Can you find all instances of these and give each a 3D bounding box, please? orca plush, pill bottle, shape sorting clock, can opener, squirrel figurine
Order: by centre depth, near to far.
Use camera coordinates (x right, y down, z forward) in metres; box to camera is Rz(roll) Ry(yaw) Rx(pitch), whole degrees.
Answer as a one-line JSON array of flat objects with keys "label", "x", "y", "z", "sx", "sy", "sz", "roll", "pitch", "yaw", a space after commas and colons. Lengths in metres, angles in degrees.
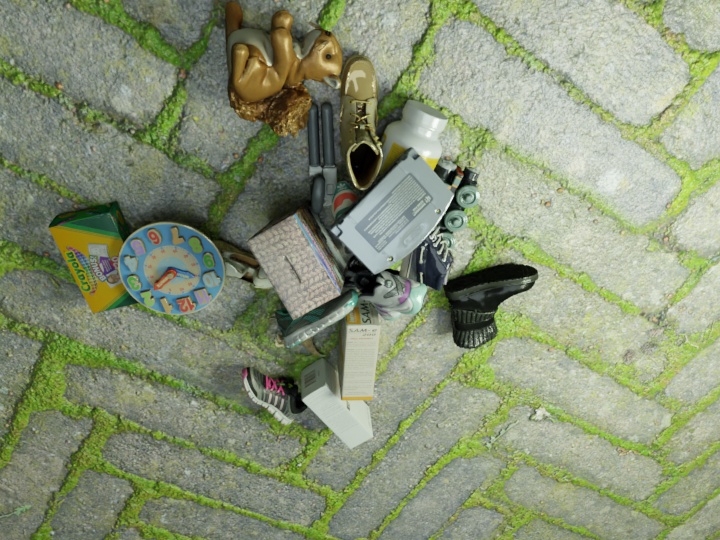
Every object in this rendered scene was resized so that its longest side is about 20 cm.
[{"label": "squirrel figurine", "x": -0.127, "y": -0.330, "z": 1.007, "sx": 0.186, "sy": 0.142, "sz": 0.201, "roll": -4, "pitch": 136, "yaw": -17}, {"label": "pill bottle", "x": 0.081, "y": -0.202, "z": 1.101, "sx": 0.111, "sy": 0.112, "sz": 0.201, "roll": 17, "pitch": 117, "yaw": -16}, {"label": "can opener", "x": -0.070, "y": -0.206, "z": 1.111, "sx": 0.052, "sy": 0.067, "sz": 0.201, "roll": -3, "pitch": 116, "yaw": -4}, {"label": "shape sorting clock", "x": -0.358, "y": 0.000, "z": 1.141, "sx": 0.199, "sy": 0.039, "sz": 0.201, "roll": -3, "pitch": 123, "yaw": -5}, {"label": "orca plush", "x": 0.000, "y": 0.000, "z": 1.233, "sx": 0.199, "sy": 0.105, "sz": 0.072, "roll": -11, "pitch": 84, "yaw": 22}]

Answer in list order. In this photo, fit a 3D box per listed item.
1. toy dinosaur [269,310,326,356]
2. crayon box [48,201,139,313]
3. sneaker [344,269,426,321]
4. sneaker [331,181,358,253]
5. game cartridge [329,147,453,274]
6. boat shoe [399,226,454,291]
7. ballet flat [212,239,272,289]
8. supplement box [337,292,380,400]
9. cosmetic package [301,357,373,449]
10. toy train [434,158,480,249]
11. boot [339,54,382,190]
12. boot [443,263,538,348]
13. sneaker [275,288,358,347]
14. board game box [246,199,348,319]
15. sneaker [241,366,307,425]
[{"label": "toy dinosaur", "x": -0.137, "y": 0.137, "z": 1.305, "sx": 0.101, "sy": 0.058, "sz": 0.201, "roll": -15, "pitch": 121, "yaw": 1}, {"label": "crayon box", "x": -0.497, "y": -0.023, "z": 1.164, "sx": 0.118, "sy": 0.058, "sz": 0.201, "roll": -13, "pitch": 121, "yaw": 0}, {"label": "sneaker", "x": 0.030, "y": 0.035, "z": 1.149, "sx": 0.139, "sy": 0.200, "sz": 0.078, "roll": 23, "pitch": 72, "yaw": -12}, {"label": "sneaker", "x": -0.015, "y": -0.102, "z": 1.152, "sx": 0.070, "sy": 0.094, "sz": 0.200, "roll": -14, "pitch": 162, "yaw": 3}, {"label": "game cartridge", "x": 0.060, "y": -0.096, "z": 1.044, "sx": 0.200, "sy": 0.042, "sz": 0.133, "roll": -44, "pitch": 113, "yaw": 1}, {"label": "boat shoe", "x": 0.137, "y": -0.056, "z": 1.124, "sx": 0.092, "sy": 0.075, "sz": 0.201, "roll": 21, "pitch": 126, "yaw": 20}, {"label": "ballet flat", "x": -0.225, "y": -0.001, "z": 1.208, "sx": 0.199, "sy": 0.071, "sz": 0.071, "roll": 23, "pitch": 115, "yaw": -20}, {"label": "supplement box", "x": -0.006, "y": 0.164, "z": 1.298, "sx": 0.073, "sy": 0.126, "sz": 0.201, "roll": 1, "pitch": 121, "yaw": -7}, {"label": "cosmetic package", "x": -0.054, "y": 0.309, "z": 1.392, "sx": 0.074, "sy": 0.102, "sz": 0.200, "roll": -32, "pitch": 120, "yaw": 13}, {"label": "toy train", "x": 0.154, "y": -0.121, "z": 1.180, "sx": 0.113, "sy": 0.085, "sz": 0.201, "roll": 21, "pitch": 116, "yaw": -8}, {"label": "boot", "x": 0.001, "y": -0.255, "z": 1.033, "sx": 0.072, "sy": 0.156, "sz": 0.201, "roll": 2, "pitch": 120, "yaw": -8}, {"label": "boot", "x": 0.291, "y": 0.079, "z": 1.309, "sx": 0.210, "sy": 0.080, "sz": 0.159, "roll": -13, "pitch": 115, "yaw": 13}, {"label": "sneaker", "x": -0.096, "y": 0.078, "z": 1.212, "sx": 0.199, "sy": 0.078, "sz": 0.092, "roll": -31, "pitch": 86, "yaw": 21}, {"label": "board game box", "x": -0.108, "y": -0.027, "z": 1.107, "sx": 0.097, "sy": 0.200, "sz": 0.160, "roll": -28, "pitch": 100, "yaw": 9}, {"label": "sneaker", "x": -0.190, "y": 0.274, "z": 1.371, "sx": 0.087, "sy": 0.074, "sz": 0.200, "roll": -31, "pitch": 124, "yaw": 11}]
